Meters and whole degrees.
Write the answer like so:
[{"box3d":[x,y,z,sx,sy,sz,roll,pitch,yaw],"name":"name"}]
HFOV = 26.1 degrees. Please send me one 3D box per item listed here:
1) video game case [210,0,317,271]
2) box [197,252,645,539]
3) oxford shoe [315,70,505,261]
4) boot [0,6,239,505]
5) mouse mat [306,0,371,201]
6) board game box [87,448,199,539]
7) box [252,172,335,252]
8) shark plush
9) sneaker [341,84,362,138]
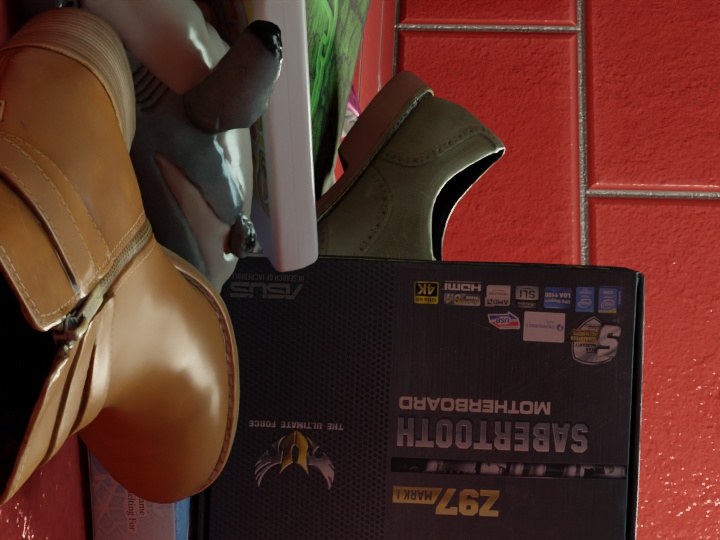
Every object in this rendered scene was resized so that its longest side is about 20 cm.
[{"box3d":[-0.065,-0.129,0.648,0.182,0.023,0.201,-126,-154,-45],"name":"video game case"},{"box3d":[0.027,0.074,0.714,0.051,0.198,0.159,-104,-163,-86],"name":"box"},{"box3d":[0.000,0.000,0.774,0.201,0.075,0.070,-60,167,-2],"name":"oxford shoe"},{"box3d":[-0.089,0.029,0.499,0.156,0.076,0.201,-85,172,-60],"name":"boot"},{"box3d":[-0.009,-0.146,0.751,0.161,0.007,0.201,62,38,-74],"name":"mouse mat"},{"box3d":[-0.091,0.042,0.752,0.200,0.043,0.200,-79,171,-68],"name":"board game box"},{"box3d":[-0.040,0.039,0.886,0.082,0.068,0.201,143,-63,-68],"name":"box"},{"box3d":[-0.089,-0.029,0.595,0.091,0.083,0.201,-129,-142,-50],"name":"shark plush"},{"box3d":[-0.060,-0.111,0.832,0.200,0.088,0.082,57,15,-64],"name":"sneaker"}]
